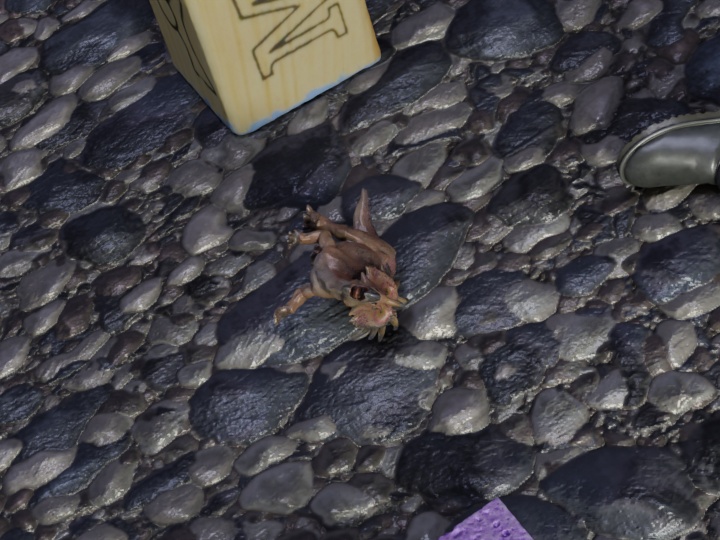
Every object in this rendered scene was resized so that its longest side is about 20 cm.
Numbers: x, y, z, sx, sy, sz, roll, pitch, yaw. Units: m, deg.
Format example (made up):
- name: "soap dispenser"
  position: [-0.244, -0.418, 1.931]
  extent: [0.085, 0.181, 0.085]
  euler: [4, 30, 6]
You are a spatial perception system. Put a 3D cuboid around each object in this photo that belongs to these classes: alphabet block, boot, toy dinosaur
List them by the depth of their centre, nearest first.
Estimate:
- name: "boot"
  position: [0.352, -0.066, 1.826]
  extent: [0.180, 0.073, 0.201]
  euler: [-19, 49, 3]
- name: "toy dinosaur"
  position: [0.000, 0.000, 1.874]
  extent: [0.134, 0.087, 0.200]
  euler: [11, 33, 16]
- name: "alphabet block"
  position: [-0.120, -0.307, 2.140]
  extent: [0.195, 0.201, 0.195]
  euler: [-31, 44, -13]

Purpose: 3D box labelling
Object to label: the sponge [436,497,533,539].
- name: "sponge"
  position: [0.119, 0.280, 1.573]
  extent: [0.111, 0.030, 0.200]
  euler: [-30, 44, -11]
